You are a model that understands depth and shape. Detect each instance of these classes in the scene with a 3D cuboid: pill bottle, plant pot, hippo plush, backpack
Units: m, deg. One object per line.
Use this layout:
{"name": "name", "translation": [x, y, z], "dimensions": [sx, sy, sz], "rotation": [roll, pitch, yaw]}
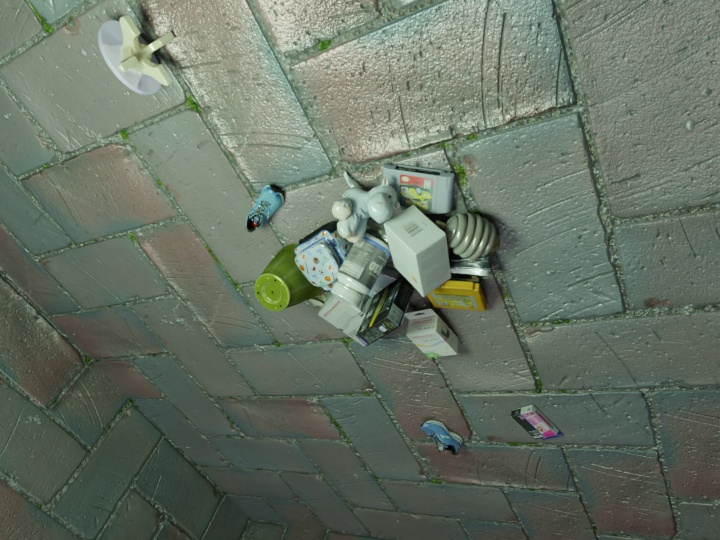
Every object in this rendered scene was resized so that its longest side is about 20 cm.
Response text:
{"name": "pill bottle", "translation": [0.000, 0.000, 1.582], "dimensions": [0.113, 0.201, 0.114], "rotation": [28, 173, 4]}
{"name": "plant pot", "translation": [-0.242, 0.038, 1.756], "dimensions": [0.199, 0.193, 0.202], "rotation": [8, 113, 20]}
{"name": "hippo plush", "translation": [0.029, -0.168, 1.489], "dimensions": [0.160, 0.201, 0.160], "rotation": [-6, 129, 20]}
{"name": "backpack", "translation": [-0.096, -0.034, 1.683], "dimensions": [0.199, 0.154, 0.191], "rotation": [-25, 113, 40]}

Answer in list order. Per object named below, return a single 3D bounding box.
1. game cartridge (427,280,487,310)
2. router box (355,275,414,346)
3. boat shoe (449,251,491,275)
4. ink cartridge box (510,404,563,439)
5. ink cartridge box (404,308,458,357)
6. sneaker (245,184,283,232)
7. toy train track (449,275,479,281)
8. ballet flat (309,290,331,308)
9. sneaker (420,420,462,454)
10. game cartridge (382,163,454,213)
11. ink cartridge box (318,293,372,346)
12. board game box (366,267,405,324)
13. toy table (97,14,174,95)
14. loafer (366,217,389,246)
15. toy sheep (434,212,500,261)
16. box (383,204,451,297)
{"name": "game cartridge", "translation": [0.288, 0.077, 1.645], "dimensions": [0.175, 0.033, 0.200], "rotation": [3, 161, 22]}
{"name": "router box", "translation": [0.079, 0.122, 1.662], "dimensions": [0.052, 0.200, 0.157], "rotation": [41, 134, -13]}
{"name": "boat shoe", "translation": [0.292, -0.028, 1.588], "dimensions": [0.199, 0.072, 0.068], "rotation": [7, 101, 37]}
{"name": "ink cartridge box", "translation": [0.662, 0.580, 2.008], "dimensions": [0.200, 0.037, 0.095], "rotation": [42, 134, -19]}
{"name": "ink cartridge box", "translation": [0.234, 0.214, 1.806], "dimensions": [0.117, 0.068, 0.200], "rotation": [-14, 136, 34]}
{"name": "sneaker", "translation": [-0.307, -0.185, 1.692], "dimensions": [0.078, 0.090, 0.200], "rotation": [33, 135, -8]}
{"name": "toy train track", "translation": [0.262, 0.013, 1.644], "dimensions": [0.198, 0.115, 0.033], "rotation": [4, 92, 6]}
{"name": "ballet flat", "translation": [-0.179, 0.074, 1.894], "dimensions": [0.199, 0.064, 0.076], "rotation": [29, 137, -3]}
{"name": "sneaker", "translation": [0.333, 0.694, 2.221], "dimensions": [0.199, 0.089, 0.079], "rotation": [33, 135, -7]}
{"name": "game cartridge", "translation": [0.158, -0.222, 1.487], "dimensions": [0.199, 0.041, 0.134], "rotation": [11, 138, 15]}
{"name": "ink cartridge box", "translation": [-0.019, 0.146, 1.812], "dimensions": [0.200, 0.086, 0.146], "rotation": [37, 136, -8]}
{"name": "board game box", "translation": [0.071, 0.072, 1.793], "dimensions": [0.199, 0.043, 0.200], "rotation": [18, 136, 8]}
{"name": "toy table", "translation": [-0.585, -0.568, 1.413], "dimensions": [0.117, 0.185, 0.200], "rotation": [2, 146, 44]}
{"name": "loafer", "translation": [0.034, -0.137, 1.605], "dimensions": [0.199, 0.070, 0.070], "rotation": [29, 172, 14]}
{"name": "toy sheep", "translation": [0.294, -0.095, 1.477], "dimensions": [0.199, 0.139, 0.138], "rotation": [13, 138, -14]}
{"name": "box", "translation": [0.164, -0.054, 1.515], "dimensions": [0.152, 0.106, 0.200], "rotation": [48, 166, 36]}
